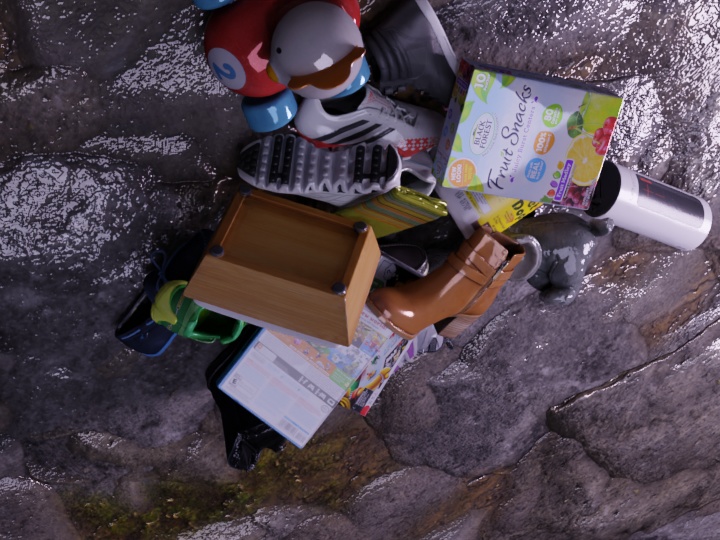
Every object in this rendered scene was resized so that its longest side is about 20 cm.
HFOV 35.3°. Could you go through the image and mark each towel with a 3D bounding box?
[{"bbox_3d":[0.005,-0.061,1.339,0.085,0.018,0.198,19,156,-39],"label":"towel"}]

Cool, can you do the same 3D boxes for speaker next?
[{"bbox_3d":[0.400,-0.090,1.586,0.197,0.082,0.082,16,120,-33],"label":"speaker"}]

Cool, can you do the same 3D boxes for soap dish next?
[{"bbox_3d":[-0.084,-0.009,1.291,0.196,0.159,0.082,17,134,4],"label":"soap dish"}]

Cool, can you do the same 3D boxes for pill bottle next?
[{"bbox_3d":[0.197,-0.127,1.441,0.198,0.110,0.110,-34,134,6],"label":"pill bottle"}]

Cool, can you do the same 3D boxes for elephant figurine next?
[{"bbox_3d":[0.205,-0.035,1.518,0.197,0.141,0.158,20,92,-19],"label":"elephant figurine"}]

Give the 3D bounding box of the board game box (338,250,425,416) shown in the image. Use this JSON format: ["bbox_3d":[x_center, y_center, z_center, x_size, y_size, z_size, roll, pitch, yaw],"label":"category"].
[{"bbox_3d":[0.009,0.081,1.465,0.125,0.035,0.202,26,99,-39],"label":"board game box"}]

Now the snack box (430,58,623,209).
[{"bbox_3d":[0.196,-0.158,1.332,0.196,0.053,0.145,8,111,-19],"label":"snack box"}]

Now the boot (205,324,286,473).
[{"bbox_3d":[-0.119,0.146,1.486,0.076,0.169,0.200,29,112,-40],"label":"boot"}]

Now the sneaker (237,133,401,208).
[{"bbox_3d":[-0.047,-0.107,1.317,0.196,0.076,0.081,7,156,11],"label":"sneaker"}]

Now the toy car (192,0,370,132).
[{"bbox_3d":[-0.068,-0.225,1.156,0.174,0.201,0.186,-25,123,-2],"label":"toy car"}]

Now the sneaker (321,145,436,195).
[{"bbox_3d":[0.002,-0.121,1.380,0.196,0.081,0.071,-7,132,-17],"label":"sneaker"}]

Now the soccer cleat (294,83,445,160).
[{"bbox_3d":[0.019,-0.183,1.341,0.196,0.069,0.086,0,140,-18],"label":"soccer cleat"}]

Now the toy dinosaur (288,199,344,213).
[{"bbox_3d":[-0.088,-0.046,1.427,0.199,0.048,0.088,-40,139,16],"label":"toy dinosaur"}]

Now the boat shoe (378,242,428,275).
[{"bbox_3d":[0.000,0.000,1.476,0.197,0.074,0.065,-15,149,-16],"label":"boat shoe"}]

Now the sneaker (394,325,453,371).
[{"bbox_3d":[0.068,0.111,1.604,0.138,0.078,0.202,7,125,-28],"label":"sneaker"}]

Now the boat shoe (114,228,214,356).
[{"bbox_3d":[-0.239,0.031,1.396,0.068,0.085,0.201,19,116,-32],"label":"boat shoe"}]

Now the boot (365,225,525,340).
[{"bbox_3d":[0.108,0.013,1.393,0.198,0.077,0.156,14,125,-43],"label":"boot"}]

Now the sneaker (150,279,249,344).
[{"bbox_3d":[-0.162,0.054,1.348,0.199,0.083,0.075,-6,130,-53],"label":"sneaker"}]

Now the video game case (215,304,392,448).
[{"bbox_3d":[-0.064,0.103,1.399,0.143,0.018,0.201,39,91,-21],"label":"video game case"}]

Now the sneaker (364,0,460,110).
[{"bbox_3d":[0.070,-0.226,1.332,0.098,0.071,0.201,-31,128,5],"label":"sneaker"}]
